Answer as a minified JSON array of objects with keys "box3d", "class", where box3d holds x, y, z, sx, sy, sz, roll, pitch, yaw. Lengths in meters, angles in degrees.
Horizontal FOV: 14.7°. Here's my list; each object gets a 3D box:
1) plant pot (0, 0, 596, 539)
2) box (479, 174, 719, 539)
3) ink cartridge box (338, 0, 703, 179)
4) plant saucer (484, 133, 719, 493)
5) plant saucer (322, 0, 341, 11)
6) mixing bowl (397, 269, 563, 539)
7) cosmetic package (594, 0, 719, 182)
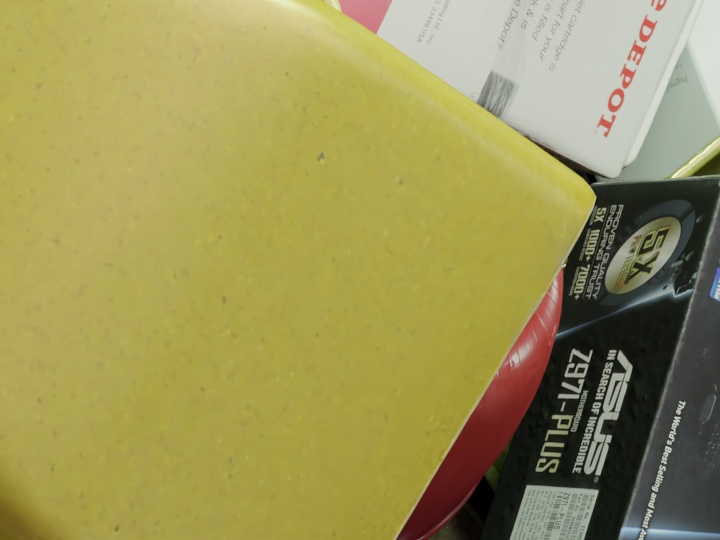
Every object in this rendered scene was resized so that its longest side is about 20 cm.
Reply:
[{"box3d":[-0.094,-0.013,0.831,0.200,0.195,0.194,39,77,-36],"class":"plant pot"},{"box3d":[0.146,0.085,1.096,0.164,0.086,0.200,27,74,-32],"class":"box"},{"box3d":[0.046,-0.141,1.151,0.200,0.083,0.147,24,90,-40],"class":"ink cartridge box"},{"box3d":[0.140,0.070,1.182,0.200,0.048,0.200,-38,102,-23],"class":"plant saucer"},{"box3d":[-0.131,-0.130,0.995,0.200,0.048,0.200,-29,88,-39],"class":"plant saucer"},{"box3d":[0.000,0.000,1.025,0.200,0.108,0.201,13,64,-29],"class":"mixing bowl"},{"box3d":[0.163,-0.069,1.291,0.113,0.081,0.200,-17,86,-50],"class":"cosmetic package"}]
